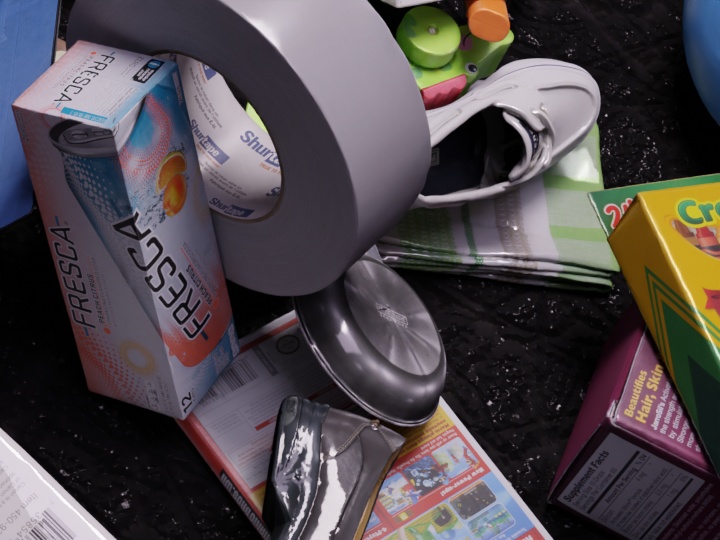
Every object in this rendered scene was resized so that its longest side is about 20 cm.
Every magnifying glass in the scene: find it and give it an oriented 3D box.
[{"bbox_3d":[0.074,-0.180,1.621,0.079,0.023,0.200,20,19,-9],"label":"magnifying glass"}]

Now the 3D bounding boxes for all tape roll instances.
[{"bbox_3d":[-0.060,-0.087,1.371,0.200,0.201,0.066,41,56,9],"label":"tape roll"}]

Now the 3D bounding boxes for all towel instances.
[{"bbox_3d":[0.058,-0.064,1.595,0.199,0.031,0.150,6,57,-17],"label":"towel"}]

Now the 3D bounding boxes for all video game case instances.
[{"bbox_3d":[-0.001,0.112,1.462,0.143,0.017,0.200,-27,70,-33],"label":"video game case"}]

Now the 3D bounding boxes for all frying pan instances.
[{"bbox_3d":[0.012,0.011,1.481,0.115,0.031,0.191,40,32,-20],"label":"frying pan"}]

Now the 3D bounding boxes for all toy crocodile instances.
[{"bbox_3d":[0.010,-0.107,1.545,0.199,0.068,0.062,-17,65,-36],"label":"toy crocodile"}]

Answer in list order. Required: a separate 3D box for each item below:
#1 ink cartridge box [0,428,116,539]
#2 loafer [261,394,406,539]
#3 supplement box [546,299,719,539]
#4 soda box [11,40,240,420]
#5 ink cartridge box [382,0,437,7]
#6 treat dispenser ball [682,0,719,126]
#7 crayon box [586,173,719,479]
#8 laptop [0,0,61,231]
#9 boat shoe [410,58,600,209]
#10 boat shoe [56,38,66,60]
[{"bbox_3d":[-0.158,0.200,1.278,0.200,0.083,0.147,43,76,10],"label":"ink cartridge box"},{"bbox_3d":[-0.020,0.164,1.371,0.072,0.073,0.201,9,69,-3],"label":"loafer"},{"bbox_3d":[0.227,0.107,1.498,0.199,0.103,0.131,28,52,-2],"label":"supplement box"},{"bbox_3d":[-0.121,-0.019,1.386,0.068,0.201,0.064,14,45,28],"label":"soda box"},{"bbox_3d":[0.002,-0.225,1.582,0.116,0.068,0.200,-14,31,-39],"label":"ink cartridge box"},{"bbox_3d":[0.302,-0.156,1.640,0.199,0.201,0.202,10,55,-14],"label":"treat dispenser ball"},{"bbox_3d":[0.222,0.018,1.461,0.126,0.051,0.201,-9,59,-27],"label":"crayon box"},{"bbox_3d":[-0.277,-0.095,1.435,0.199,0.116,0.188,12,54,-13],"label":"laptop"},{"bbox_3d":[0.081,-0.073,1.536,0.199,0.074,0.065,-26,25,-37],"label":"boat shoe"},{"bbox_3d":[-0.123,-0.045,1.500,0.202,0.075,0.075,36,77,2],"label":"boat shoe"}]
